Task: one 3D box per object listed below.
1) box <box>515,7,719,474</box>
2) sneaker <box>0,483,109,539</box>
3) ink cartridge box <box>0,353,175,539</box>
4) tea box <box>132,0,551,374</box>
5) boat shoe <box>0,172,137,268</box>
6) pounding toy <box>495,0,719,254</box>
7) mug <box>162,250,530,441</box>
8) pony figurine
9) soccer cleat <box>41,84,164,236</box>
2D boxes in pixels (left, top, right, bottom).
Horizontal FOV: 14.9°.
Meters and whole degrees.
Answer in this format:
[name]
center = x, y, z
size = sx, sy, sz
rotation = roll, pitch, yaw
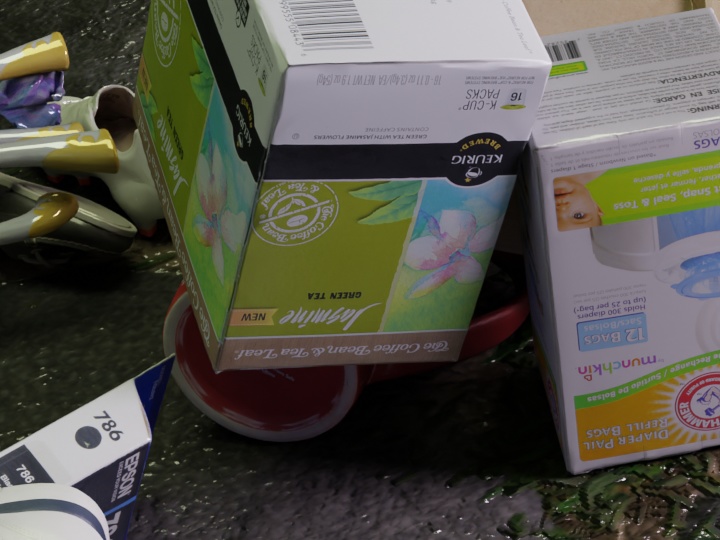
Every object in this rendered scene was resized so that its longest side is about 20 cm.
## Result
[box]
center = 0.138, -0.013, 1.361
size = 0.112, 0.200, 0.101
rotation = -9, 35, -2
[sneaker]
center = -0.203, 0.146, 1.180
size = 0.200, 0.076, 0.081
rotation = -16, 28, 0
[ink cartridge box]
center = -0.163, 0.121, 1.327
size = 0.200, 0.099, 0.039
rotation = -31, 66, -31
[tea box]
center = -0.017, -0.087, 1.345
size = 0.134, 0.197, 0.200
rotation = -3, 43, -18
[boat shoe]
center = -0.214, -0.029, 1.681
size = 0.200, 0.057, 0.067
rotation = 20, 5, 38
[pounding toy]
center = 0.119, -0.094, 1.504
size = 0.184, 0.142, 0.200
rotation = 10, 45, -12
[mug]
center = -0.005, -0.010, 1.488
size = 0.177, 0.134, 0.200
rotation = -1, 33, 21
[pony figurine]
center = -0.259, -0.077, 1.596
size = 0.200, 0.167, 0.193
rotation = -14, 45, -15
[soccer cleat]
center = -0.159, -0.087, 1.728
size = 0.069, 0.078, 0.200
rotation = -23, 29, -23
